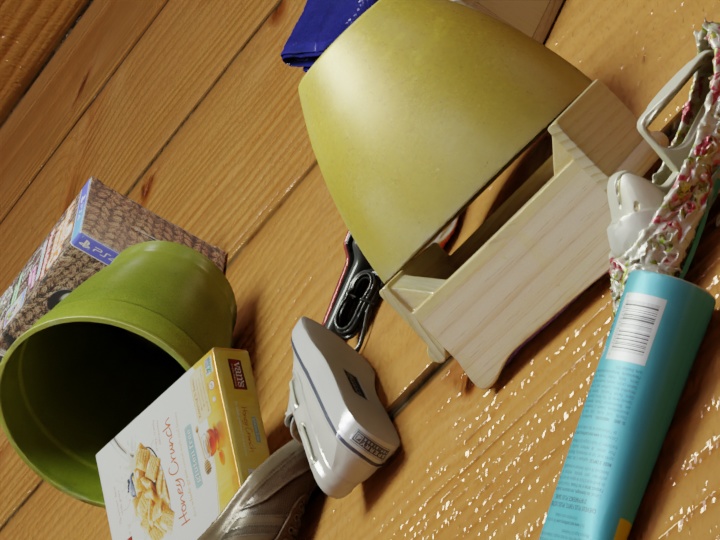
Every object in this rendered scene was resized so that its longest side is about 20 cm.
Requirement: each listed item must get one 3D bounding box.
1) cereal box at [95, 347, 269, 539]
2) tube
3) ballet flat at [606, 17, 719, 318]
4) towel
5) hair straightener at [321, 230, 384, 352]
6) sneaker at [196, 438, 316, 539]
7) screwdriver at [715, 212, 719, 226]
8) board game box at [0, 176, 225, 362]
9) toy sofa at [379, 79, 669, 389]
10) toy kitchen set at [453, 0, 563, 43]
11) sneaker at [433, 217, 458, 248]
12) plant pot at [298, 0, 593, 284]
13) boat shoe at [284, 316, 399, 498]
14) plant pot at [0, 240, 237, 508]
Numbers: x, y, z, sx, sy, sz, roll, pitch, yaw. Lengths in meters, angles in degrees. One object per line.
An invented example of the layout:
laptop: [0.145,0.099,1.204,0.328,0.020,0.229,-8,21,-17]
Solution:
cereal box: [-0.142,0.171,1.695,0.200,0.039,0.144,-42,53,42]
tube: [0.138,0.100,1.156,0.201,0.050,0.077,-68,16,-10]
ballet flat: [0.184,-0.059,1.241,0.200,0.064,0.076,-62,8,-7]
towel: [0.007,-0.287,2.083,0.148,0.049,0.200,2,63,61]
hair straightener: [0.000,0.000,1.665,0.200,0.041,0.077,-63,18,-11]
sneaker: [-0.078,0.209,1.533,0.200,0.075,0.071,-46,-14,-26]
screwdriver: [0.252,-0.113,1.201,0.200,0.029,0.028,-55,19,11]
board game box: [-0.255,0.037,2.087,0.200,0.159,0.097,-50,22,29]
toy sofa: [0.114,-0.020,1.364,0.200,0.098,0.083,-46,-2,37]
toy kitchen set: [0.074,-0.283,1.708,0.181,0.163,0.200,-64,18,-12]
sneaker: [0.050,-0.098,1.632,0.073,0.077,0.200,-43,23,44]
plant pot: [0.041,-0.110,1.457,0.200,0.142,0.200,-44,-2,-2]
boat shoe: [-0.024,0.101,1.541,0.066,0.072,0.200,-51,28,12]
plant pot: [-0.195,0.074,1.866,0.200,0.200,0.193,-47,11,33]
